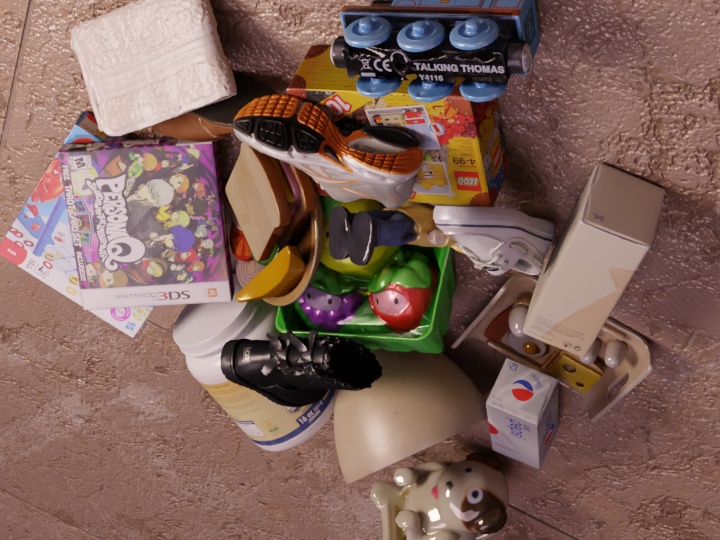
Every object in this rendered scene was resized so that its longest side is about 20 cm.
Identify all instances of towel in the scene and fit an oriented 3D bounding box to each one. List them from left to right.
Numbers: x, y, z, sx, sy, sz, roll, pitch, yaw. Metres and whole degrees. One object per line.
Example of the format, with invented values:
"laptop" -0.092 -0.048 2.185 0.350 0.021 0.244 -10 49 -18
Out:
"towel" -0.225 -0.224 1.555 0.199 0.034 0.133 -15 96 37

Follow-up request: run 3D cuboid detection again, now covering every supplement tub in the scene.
"supplement tub" -0.130 0.115 1.840 0.144 0.145 0.200 -13 128 37

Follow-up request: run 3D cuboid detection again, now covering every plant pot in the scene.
"plant pot" 0.046 0.160 1.789 0.200 0.200 0.135 -32 80 46

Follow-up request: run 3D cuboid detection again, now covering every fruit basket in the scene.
"fruit basket" 0.000 0.000 1.658 0.215 0.156 0.216 12 156 5

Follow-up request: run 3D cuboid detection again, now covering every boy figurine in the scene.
"boy figurine" 0.057 -0.044 1.558 0.124 0.199 0.065 14 102 45

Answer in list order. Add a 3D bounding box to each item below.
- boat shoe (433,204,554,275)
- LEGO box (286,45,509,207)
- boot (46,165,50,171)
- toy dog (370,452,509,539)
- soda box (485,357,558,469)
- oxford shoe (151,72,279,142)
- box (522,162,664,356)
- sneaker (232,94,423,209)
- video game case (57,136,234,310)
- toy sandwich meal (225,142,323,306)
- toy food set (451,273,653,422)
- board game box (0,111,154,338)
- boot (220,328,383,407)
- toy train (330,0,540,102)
"boat shoe" 0.145 -0.029 1.512 0.073 0.067 0.200 5 179 40
"LEGO box" 0.041 -0.150 1.509 0.199 0.077 0.149 5 137 23
"boot" -0.329 -0.040 1.822 0.174 0.069 0.200 27 132 -3
"toy dog" 0.123 0.328 1.956 0.193 0.140 0.200 21 143 -16
"soda box" 0.196 0.175 1.745 0.068 0.064 0.200 22 162 15
"oxford shoe" -0.158 -0.172 1.601 0.199 0.071 0.071 11 145 33
"box" 0.246 -0.008 1.549 0.077 0.095 0.200 22 142 2
"sneaker" -0.037 -0.109 1.478 0.199 0.076 0.092 19 144 10
"video game case" -0.246 -0.054 1.689 0.180 0.036 0.201 -3 112 3
"toy sandwich meal" -0.110 -0.054 1.626 0.070 0.206 0.205 -6 157 -35
"toy food set" 0.223 0.097 1.702 0.199 0.061 0.144 29 141 -5
"board game box" -0.300 -0.053 1.742 0.200 0.056 0.196 33 111 -10
"boot" -0.049 0.115 1.693 0.162 0.074 0.198 -4 164 34
"toy train" 0.073 -0.220 1.385 0.199 0.114 0.087 5 134 22
